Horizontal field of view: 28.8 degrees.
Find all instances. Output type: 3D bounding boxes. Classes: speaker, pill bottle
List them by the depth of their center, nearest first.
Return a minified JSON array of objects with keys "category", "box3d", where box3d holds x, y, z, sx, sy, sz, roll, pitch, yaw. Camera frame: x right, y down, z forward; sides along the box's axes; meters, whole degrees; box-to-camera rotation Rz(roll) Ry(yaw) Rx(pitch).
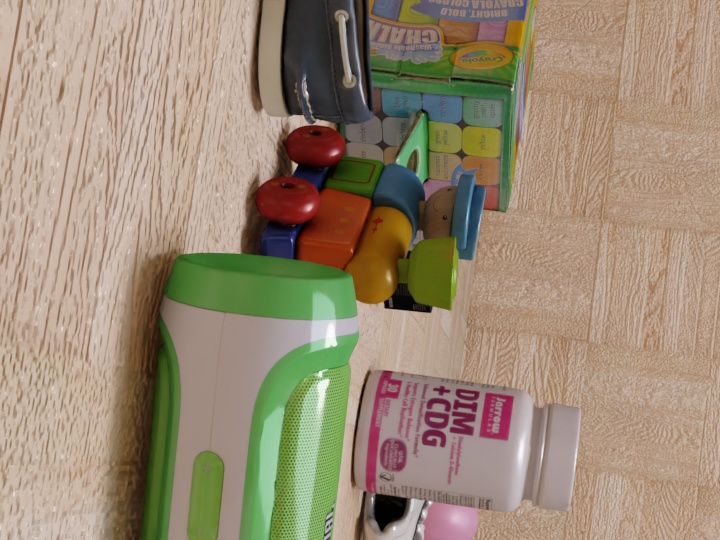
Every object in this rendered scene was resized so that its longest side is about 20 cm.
[{"category":"speaker","box3d":[-0.049,0.098,0.576,0.088,0.087,0.203,-31,127,-80]},{"category":"pill bottle","box3d":[0.099,0.160,1.296,0.113,0.198,0.115,7,90,-82]}]

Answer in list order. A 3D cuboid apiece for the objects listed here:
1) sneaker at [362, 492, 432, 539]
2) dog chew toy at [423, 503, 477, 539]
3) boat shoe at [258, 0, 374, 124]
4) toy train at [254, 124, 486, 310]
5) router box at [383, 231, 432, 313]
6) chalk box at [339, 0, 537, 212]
[{"category":"sneaker","box3d":[0.042,0.212,1.426,0.082,0.074,0.201,77,20,-44]},{"category":"dog chew toy","box3d":[0.092,0.283,1.685,0.125,0.123,0.202,71,35,-73]},{"category":"boat shoe","box3d":[-0.010,-0.174,0.697,0.075,0.061,0.203,10,87,-80]},{"category":"toy train","box3d":[0.000,0.000,0.730,0.200,0.114,0.086,-70,165,-60]},{"category":"router box","box3d":[0.047,-0.071,1.248,0.200,0.050,0.151,81,16,-64]},{"category":"chalk box","box3d":[0.054,-0.127,0.985,0.125,0.122,0.202,87,13,-52]}]
